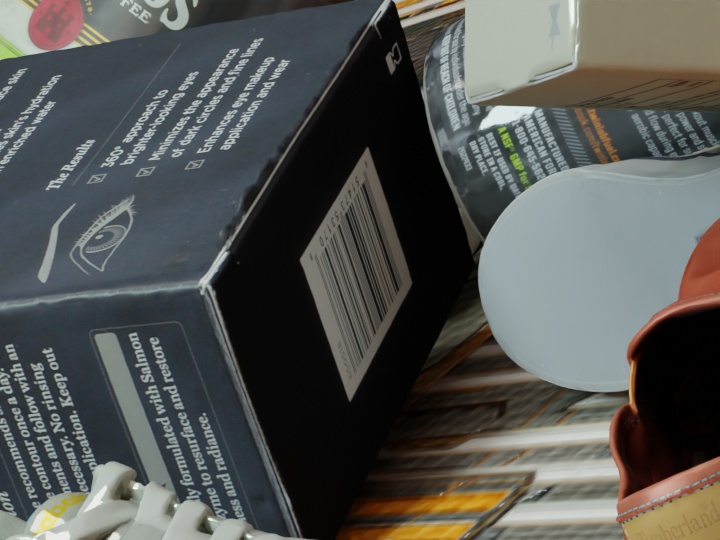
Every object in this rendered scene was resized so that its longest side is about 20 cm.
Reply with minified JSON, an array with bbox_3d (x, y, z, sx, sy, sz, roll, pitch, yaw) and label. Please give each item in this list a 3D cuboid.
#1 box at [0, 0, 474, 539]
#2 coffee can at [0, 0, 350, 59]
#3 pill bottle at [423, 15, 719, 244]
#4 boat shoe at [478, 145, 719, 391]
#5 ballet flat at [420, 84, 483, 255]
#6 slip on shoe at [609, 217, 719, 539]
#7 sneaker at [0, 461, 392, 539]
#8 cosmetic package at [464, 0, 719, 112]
[{"bbox_3d":[-0.089,0.011,0.938,0.199,0.118,0.197,-6,28,24],"label":"box"},{"bbox_3d":[-0.113,-0.082,1.290,0.200,0.146,0.146,-54,13,1],"label":"coffee can"},{"bbox_3d":[0.129,-0.074,0.933,0.200,0.106,0.106,-25,14,26],"label":"pill bottle"},{"bbox_3d":[0.121,-0.010,0.827,0.070,0.071,0.200,-6,-11,-41],"label":"boat shoe"},{"bbox_3d":[0.000,0.000,1.061,0.200,0.068,0.068,-42,23,0],"label":"ballet flat"},{"bbox_3d":[0.098,0.026,0.681,0.074,0.061,0.200,-26,19,23],"label":"slip on shoe"},{"bbox_3d":[-0.056,0.097,0.759,0.200,0.081,0.076,-16,18,46],"label":"sneaker"},{"bbox_3d":[0.137,-0.083,0.786,0.199,0.071,0.105,1,-2,-16],"label":"cosmetic package"}]
